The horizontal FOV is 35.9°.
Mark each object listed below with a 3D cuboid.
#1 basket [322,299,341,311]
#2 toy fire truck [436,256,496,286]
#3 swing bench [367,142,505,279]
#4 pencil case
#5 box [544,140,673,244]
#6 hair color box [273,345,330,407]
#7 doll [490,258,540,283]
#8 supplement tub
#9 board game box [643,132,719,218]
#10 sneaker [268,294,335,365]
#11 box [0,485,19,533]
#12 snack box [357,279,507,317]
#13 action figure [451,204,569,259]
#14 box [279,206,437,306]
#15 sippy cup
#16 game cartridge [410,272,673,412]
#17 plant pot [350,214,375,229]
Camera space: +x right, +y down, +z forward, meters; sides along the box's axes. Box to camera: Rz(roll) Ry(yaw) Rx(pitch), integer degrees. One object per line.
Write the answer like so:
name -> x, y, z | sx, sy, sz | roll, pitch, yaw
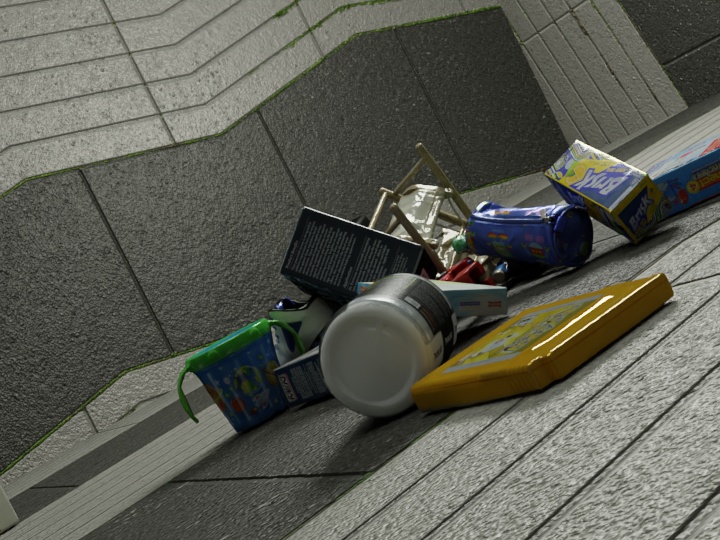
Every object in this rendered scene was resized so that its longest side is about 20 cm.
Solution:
basket -> 0.018, 0.050, 1.852 | 0.180, 0.136, 0.200 | -47, -2, 26
toy fire truck -> 0.151, 0.019, 1.613 | 0.141, 0.049, 0.200 | -38, 2, 32
swing bench -> 0.119, -0.064, 1.829 | 0.130, 0.199, 0.200 | -47, 12, 37
pencil case -> 0.228, -0.053, 1.522 | 0.199, 0.087, 0.079 | 8, 64, 54
box -> 0.322, -0.106, 1.464 | 0.070, 0.064, 0.200 | -45, 25, 2
hair color box -> -0.021, 0.123, 1.513 | 0.099, 0.061, 0.199 | -25, 0, -40
doll -> 0.247, -0.019, 1.638 | 0.136, 0.049, 0.199 | -36, 6, -29
supplement tub -> 0.037, 0.072, 1.192 | 0.121, 0.124, 0.200 | -27, 2, 18
board game box -> 0.471, -0.139, 1.530 | 0.194, 0.056, 0.200 | -26, 3, 32
sneaker -> -0.105, 0.107, 1.723 | 0.200, 0.115, 0.080 | -48, -8, 24
box -> -0.740, 0.462, 2.003 | 0.199, 0.110, 0.127 | -30, 3, -37
snack box -> 0.089, 0.035, 1.447 | 0.115, 0.038, 0.199 | -1, 3, -26
action figure -> 0.227, -0.050, 1.727 | 0.197, 0.055, 0.119 | -8, -32, -24
box -> 0.000, 0.000, 1.670 | 0.148, 0.197, 0.108 | 46, -116, -71
sippy cup -> -0.169, 0.159, 1.634 | 0.176, 0.132, 0.140 | -27, 3, 20
game cartridge -> 0.160, 0.066, 1.009 | 0.175, 0.033, 0.199 | -30, 2, -32
plant pot -> -0.038, -0.010, 3.251 | 0.198, 0.201, 0.177 | -25, 14, 45
